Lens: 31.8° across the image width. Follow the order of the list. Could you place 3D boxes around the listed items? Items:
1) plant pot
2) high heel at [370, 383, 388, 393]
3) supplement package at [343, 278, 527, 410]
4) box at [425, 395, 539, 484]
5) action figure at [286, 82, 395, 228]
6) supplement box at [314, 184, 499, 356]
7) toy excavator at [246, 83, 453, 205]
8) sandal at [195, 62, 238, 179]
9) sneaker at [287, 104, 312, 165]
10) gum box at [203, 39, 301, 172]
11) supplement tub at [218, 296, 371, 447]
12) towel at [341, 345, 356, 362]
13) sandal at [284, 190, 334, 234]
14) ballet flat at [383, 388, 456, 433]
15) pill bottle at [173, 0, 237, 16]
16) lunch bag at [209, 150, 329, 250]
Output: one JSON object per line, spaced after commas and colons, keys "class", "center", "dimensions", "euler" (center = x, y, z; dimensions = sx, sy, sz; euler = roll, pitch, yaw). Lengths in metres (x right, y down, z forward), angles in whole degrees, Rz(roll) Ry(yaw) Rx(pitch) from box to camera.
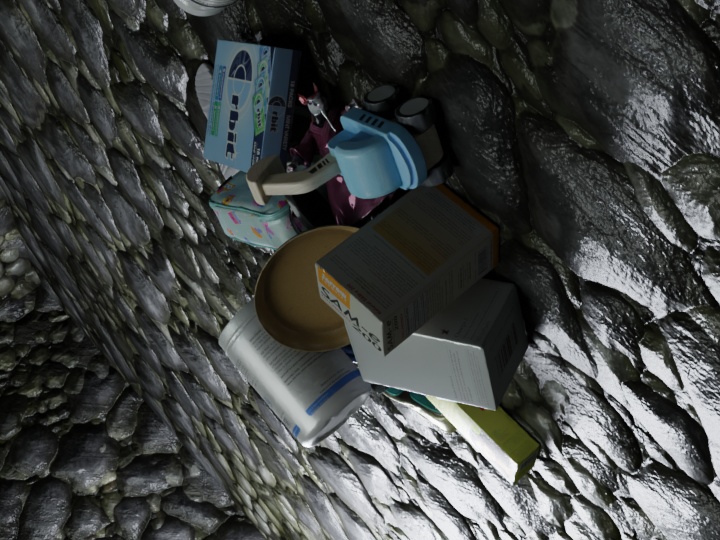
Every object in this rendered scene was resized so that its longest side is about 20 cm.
{"class": "plant pot", "center": [-0.048, 0.020, 1.684], "dimensions": [0.028, 0.197, 0.202], "euler": [-118, 8, -52]}
{"class": "high heel", "center": [0.028, 0.058, 1.818], "dimensions": [0.071, 0.142, 0.202], "euler": [-15, 104, 44]}
{"class": "supplement package", "center": [0.098, 0.081, 1.622], "dimensions": [0.197, 0.118, 0.118], "euler": [9, 137, 28]}
{"class": "box", "center": [0.172, 0.215, 1.845], "dimensions": [0.200, 0.050, 0.076], "euler": [44, 157, 26]}
{"class": "action figure", "center": [-0.018, -0.157, 1.674], "dimensions": [0.203, 0.133, 0.149], "euler": [66, -158, 2]}
{"class": "supplement box", "center": [0.059, -0.008, 1.545], "dimensions": [0.126, 0.199, 0.074], "euler": [41, 156, 30]}
{"class": "toy excavator", "center": [-0.018, -0.132, 1.520], "dimensions": [0.194, 0.199, 0.101], "euler": [28, 147, 48]}
{"class": "sandal", "center": [-0.197, -0.231, 1.959], "dimensions": [0.079, 0.058, 0.210], "euler": [-39, 66, 53]}
{"class": "sneaker", "center": [-0.122, -0.191, 1.801], "dimensions": [0.199, 0.089, 0.068], "euler": [16, 138, 59]}
{"class": "gum box", "center": [-0.152, -0.225, 1.740], "dimensions": [0.199, 0.044, 0.173], "euler": [24, 107, 58]}
{"class": "supplement tub", "center": [-0.092, 0.135, 1.783], "dimensions": [0.200, 0.131, 0.132], "euler": [49, 158, 13]}
{"class": "towel", "center": [-0.022, 0.101, 1.935], "dimensions": [0.110, 0.049, 0.200], "euler": [16, -175, 0]}
{"class": "sandal", "center": [-0.053, -0.053, 1.718], "dimensions": [0.200, 0.048, 0.076], "euler": [43, -152, -40]}
{"class": "ballet flat", "center": [0.085, 0.192, 1.981], "dimensions": [0.199, 0.069, 0.070], "euler": [34, 152, 41]}
{"class": "pill bottle", "center": [-0.180, -0.398, 1.583], "dimensions": [0.117, 0.116, 0.200], "euler": [55, 160, -4]}
{"class": "lunch bag", "center": [-0.117, -0.111, 1.825], "dimensions": [0.199, 0.160, 0.078], "euler": [15, 143, 50]}
